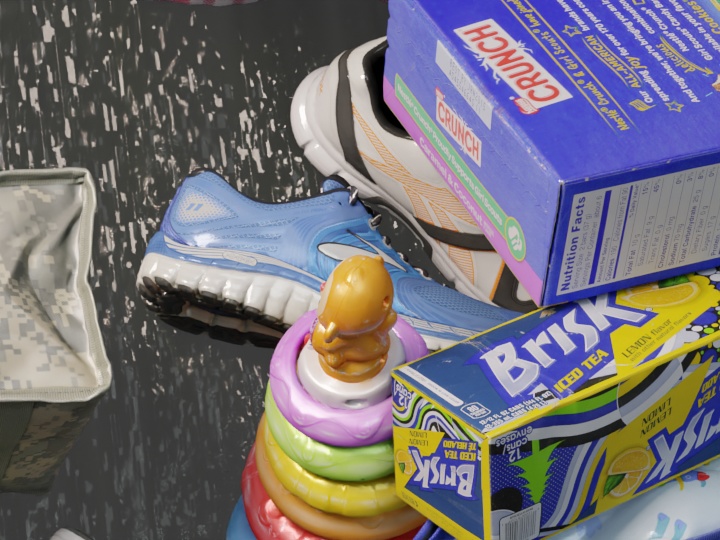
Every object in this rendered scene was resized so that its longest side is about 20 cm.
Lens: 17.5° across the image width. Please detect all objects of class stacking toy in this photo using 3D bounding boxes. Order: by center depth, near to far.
[{"bbox_3d":[-0.002,0.058,1.010,0.110,0.200,0.116,25,60,19],"label":"stacking toy"}]

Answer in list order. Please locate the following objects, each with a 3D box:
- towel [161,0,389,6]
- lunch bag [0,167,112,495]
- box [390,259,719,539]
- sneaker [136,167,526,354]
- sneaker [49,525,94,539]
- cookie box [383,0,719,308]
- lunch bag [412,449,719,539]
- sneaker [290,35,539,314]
[{"bbox_3d":[-0.004,-0.149,1.122,0.200,0.146,0.030,-4,86,-20],"label":"towel"},{"bbox_3d":[-0.217,0.033,0.976,0.200,0.164,0.118,0,69,-18],"label":"lunch bag"},{"bbox_3d":[0.111,0.049,0.991,0.200,0.070,0.064,-20,123,-30],"label":"box"},{"bbox_3d":[0.000,0.000,1.109,0.200,0.079,0.089,18,70,-12],"label":"sneaker"},{"bbox_3d":[-0.105,0.215,1.009,0.090,0.078,0.200,-32,79,-17],"label":"sneaker"},{"bbox_3d":[0.134,-0.079,1.050,0.200,0.075,0.171,-12,42,-20],"label":"cookie box"},{"bbox_3d":[0.097,0.166,1.022,0.200,0.127,0.170,-24,124,-29],"label":"lunch bag"},{"bbox_3d":[0.058,-0.039,1.142,0.200,0.080,0.074,34,62,-7],"label":"sneaker"}]
